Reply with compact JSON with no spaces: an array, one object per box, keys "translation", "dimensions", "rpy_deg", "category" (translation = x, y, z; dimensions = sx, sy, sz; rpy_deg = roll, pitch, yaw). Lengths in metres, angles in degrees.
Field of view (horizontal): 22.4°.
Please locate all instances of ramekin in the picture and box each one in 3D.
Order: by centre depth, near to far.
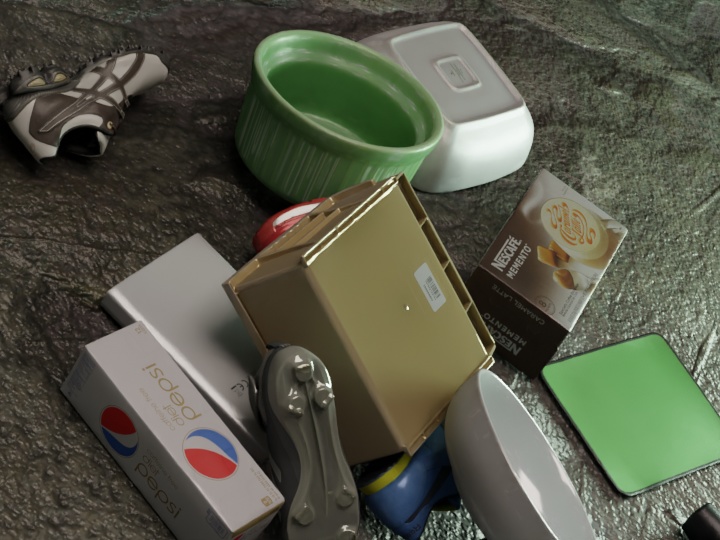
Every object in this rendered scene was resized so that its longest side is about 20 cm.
[{"translation":[-0.027,-0.139,1.791],"dimensions":[0.199,0.098,0.201],"rpy_deg":[18,33,-12],"category":"ramekin"}]

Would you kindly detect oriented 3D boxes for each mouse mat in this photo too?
[{"translation":[0.284,0.142,1.840],"dimensions":[0.199,0.008,0.161],"rpy_deg":[-13,60,-40],"category":"mouse mat"}]

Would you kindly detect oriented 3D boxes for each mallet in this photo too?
[{"translation":[0.395,0.246,1.801],"dimensions":[0.199,0.041,0.066],"rpy_deg":[-11,58,-45],"category":"mallet"}]

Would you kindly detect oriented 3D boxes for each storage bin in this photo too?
[{"translation":[0.008,0.042,1.613],"dimensions":[0.198,0.093,0.201],"rpy_deg":[-42,107,-50],"category":"storage bin"}]

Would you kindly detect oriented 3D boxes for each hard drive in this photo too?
[{"translation":[-0.118,0.067,1.616],"dimensions":[0.200,0.027,0.132],"rpy_deg":[45,42,8],"category":"hard drive"}]

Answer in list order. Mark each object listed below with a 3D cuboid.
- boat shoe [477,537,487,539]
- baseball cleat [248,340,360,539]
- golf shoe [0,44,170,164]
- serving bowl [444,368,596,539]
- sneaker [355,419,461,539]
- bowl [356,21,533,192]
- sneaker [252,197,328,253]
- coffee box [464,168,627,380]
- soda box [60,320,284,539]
[{"translation":[0.056,0.258,1.532],"dimensions":[0.199,0.070,0.066],"rpy_deg":[-6,48,-38],"category":"boat shoe"},{"translation":[-0.048,0.157,1.521],"dimensions":[0.069,0.106,0.202],"rpy_deg":[-7,99,-21],"category":"baseball cleat"},{"translation":[-0.250,-0.151,1.705],"dimensions":[0.199,0.078,0.095],"rpy_deg":[-22,84,-43],"category":"golf shoe"},{"translation":[0.128,0.186,1.566],"dimensions":[0.201,0.066,0.200],"rpy_deg":[54,14,-20],"category":"serving bowl"},{"translation":[0.069,0.169,1.631],"dimensions":[0.079,0.066,0.200],"rpy_deg":[52,40,-6],"category":"sneaker"},{"translation":[0.088,-0.188,1.959],"dimensions":[0.199,0.075,0.201],"rpy_deg":[-18,65,-42],"category":"bowl"},{"translation":[0.000,0.000,1.722],"dimensions":[0.199,0.079,0.116],"rpy_deg":[-1,52,-34],"category":"sneaker"},{"translation":[0.179,0.000,1.840],"dimensions":[0.114,0.080,0.200],"rpy_deg":[36,40,3],"category":"coffee box"},{"translation":[-0.155,0.142,1.494],"dimensions":[0.068,0.064,0.200],"rpy_deg":[-26,70,-45],"category":"soda box"}]
